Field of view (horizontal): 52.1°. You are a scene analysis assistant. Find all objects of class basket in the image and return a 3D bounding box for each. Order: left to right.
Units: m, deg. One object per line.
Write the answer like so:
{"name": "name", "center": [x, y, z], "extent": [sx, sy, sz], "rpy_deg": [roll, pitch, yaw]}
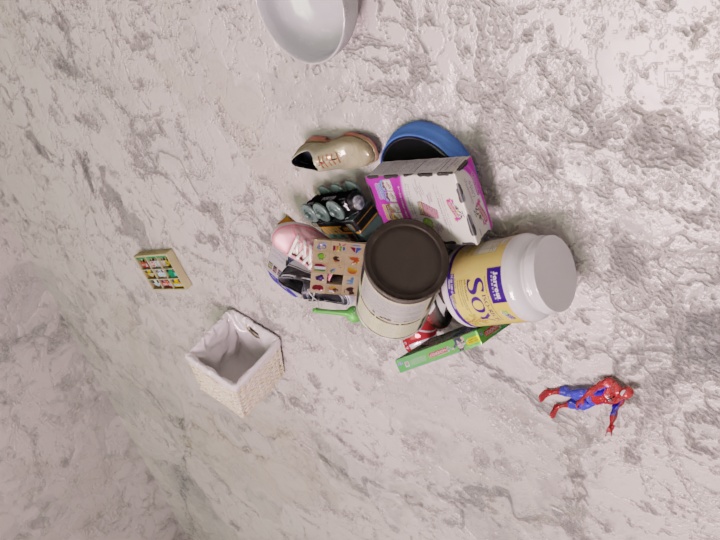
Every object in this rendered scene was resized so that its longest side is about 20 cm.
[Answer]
{"name": "basket", "center": [-0.339, 0.256, 2.033], "extent": [0.195, 0.200, 0.163], "rpy_deg": [26, 145, 26]}

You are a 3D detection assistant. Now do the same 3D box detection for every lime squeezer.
{"name": "lime squeezer", "center": [-0.009, 0.111, 1.620], "extent": [0.198, 0.038, 0.070], "rpy_deg": [23, 132, -39]}

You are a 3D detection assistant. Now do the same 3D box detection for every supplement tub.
{"name": "supplement tub", "center": [0.250, 0.017, 1.254], "extent": [0.198, 0.145, 0.147], "rpy_deg": [-11, 116, 49]}

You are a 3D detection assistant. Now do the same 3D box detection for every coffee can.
{"name": "coffee can", "center": [0.067, 0.022, 1.294], "extent": [0.145, 0.147, 0.201], "rpy_deg": [38, 158, 11]}

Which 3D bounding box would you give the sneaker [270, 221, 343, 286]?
{"name": "sneaker", "center": [-0.093, -0.031, 1.530], "extent": [0.196, 0.105, 0.076], "rpy_deg": [23, 113, -16]}

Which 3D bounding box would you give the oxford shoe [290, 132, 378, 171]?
{"name": "oxford shoe", "center": [-0.050, -0.214, 1.406], "extent": [0.197, 0.074, 0.072], "rpy_deg": [3, 126, 44]}

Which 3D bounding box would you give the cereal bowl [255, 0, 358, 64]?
{"name": "cereal bowl", "center": [-0.079, -0.452, 1.211], "extent": [0.197, 0.083, 0.203], "rpy_deg": [28, 140, 26]}

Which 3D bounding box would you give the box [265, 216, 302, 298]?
{"name": "box", "center": [-0.158, -0.022, 1.723], "extent": [0.118, 0.041, 0.201], "rpy_deg": [40, 145, 11]}

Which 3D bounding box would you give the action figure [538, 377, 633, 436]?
{"name": "action figure", "center": [0.409, 0.253, 1.354], "extent": [0.066, 0.099, 0.199], "rpy_deg": [51, 141, -10]}

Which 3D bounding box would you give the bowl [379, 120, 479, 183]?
{"name": "bowl", "center": [0.118, -0.164, 1.312], "extent": [0.198, 0.039, 0.204], "rpy_deg": [27, 139, 26]}

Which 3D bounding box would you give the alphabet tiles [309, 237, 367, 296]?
{"name": "alphabet tiles", "center": [0.000, 0.000, 1.464], "extent": [0.194, 0.008, 0.169], "rpy_deg": [5, 141, -4]}

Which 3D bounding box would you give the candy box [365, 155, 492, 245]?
{"name": "candy box", "center": [0.117, -0.119, 1.269], "extent": [0.197, 0.061, 0.139], "rpy_deg": [6, 128, 43]}

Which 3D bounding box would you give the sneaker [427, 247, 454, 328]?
{"name": "sneaker", "center": [0.167, 0.041, 1.421], "extent": [0.096, 0.071, 0.204], "rpy_deg": [23, 136, 32]}

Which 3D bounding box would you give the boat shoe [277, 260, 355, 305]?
{"name": "boat shoe", "center": [-0.101, 0.039, 1.627], "extent": [0.197, 0.068, 0.073], "rpy_deg": [25, 142, 30]}

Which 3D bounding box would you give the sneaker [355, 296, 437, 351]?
{"name": "sneaker", "center": [0.078, 0.106, 1.573], "extent": [0.196, 0.071, 0.115], "rpy_deg": [12, 128, 36]}

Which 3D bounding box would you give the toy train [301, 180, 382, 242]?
{"name": "toy train", "center": [-0.039, -0.110, 1.474], "extent": [0.115, 0.085, 0.198], "rpy_deg": [52, 156, -22]}

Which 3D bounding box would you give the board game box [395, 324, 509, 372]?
{"name": "board game box", "center": [0.177, 0.136, 1.410], "extent": [0.198, 0.134, 0.030], "rpy_deg": [-26, 89, 38]}

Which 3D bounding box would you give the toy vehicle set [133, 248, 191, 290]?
{"name": "toy vehicle set", "center": [-0.588, 0.000, 2.188], "extent": [0.197, 0.026, 0.126], "rpy_deg": [-2, 121, 46]}
